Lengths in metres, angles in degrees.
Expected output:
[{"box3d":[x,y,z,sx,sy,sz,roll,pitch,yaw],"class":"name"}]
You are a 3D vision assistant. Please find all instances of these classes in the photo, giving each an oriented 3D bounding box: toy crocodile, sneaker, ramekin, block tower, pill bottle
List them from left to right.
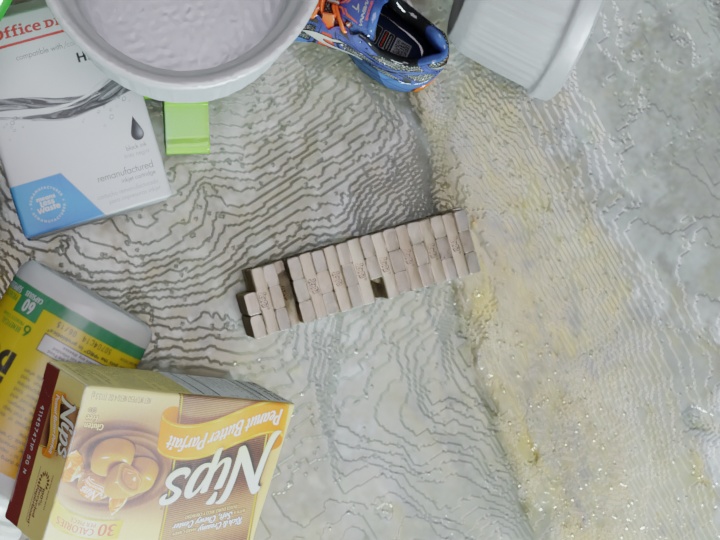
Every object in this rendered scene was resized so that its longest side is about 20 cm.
[{"box3d":[-0.247,0.105,0.915,0.112,0.113,0.202,30,85,-10],"class":"pill bottle"},{"box3d":[-0.126,-0.215,0.875,0.197,0.098,0.204,1,84,-9],"class":"ramekin"},{"box3d":[-0.135,-0.191,0.963,0.066,0.062,0.203,2,91,-12],"class":"toy crocodile"},{"box3d":[-0.012,-0.204,0.971,0.198,0.078,0.076,19,85,-19],"class":"sneaker"},{"box3d":[0.000,0.000,0.996,0.198,0.058,0.055,-17,95,-13],"class":"block tower"},{"box3d":[0.134,-0.241,0.955,0.093,0.202,0.205,17,87,-4],"class":"ramekin"}]

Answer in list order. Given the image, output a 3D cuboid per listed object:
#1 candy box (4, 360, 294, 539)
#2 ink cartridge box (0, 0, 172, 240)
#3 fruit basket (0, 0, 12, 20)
[{"box3d":[-0.147,0.136,0.907,0.199,0.055,0.117,12,98,-48],"class":"candy box"},{"box3d":[-0.226,-0.136,0.941,0.115,0.068,0.203,-18,93,-12],"class":"ink cartridge box"},{"box3d":[-0.340,-0.218,0.837,0.155,0.214,0.218,32,83,-51],"class":"fruit basket"}]
